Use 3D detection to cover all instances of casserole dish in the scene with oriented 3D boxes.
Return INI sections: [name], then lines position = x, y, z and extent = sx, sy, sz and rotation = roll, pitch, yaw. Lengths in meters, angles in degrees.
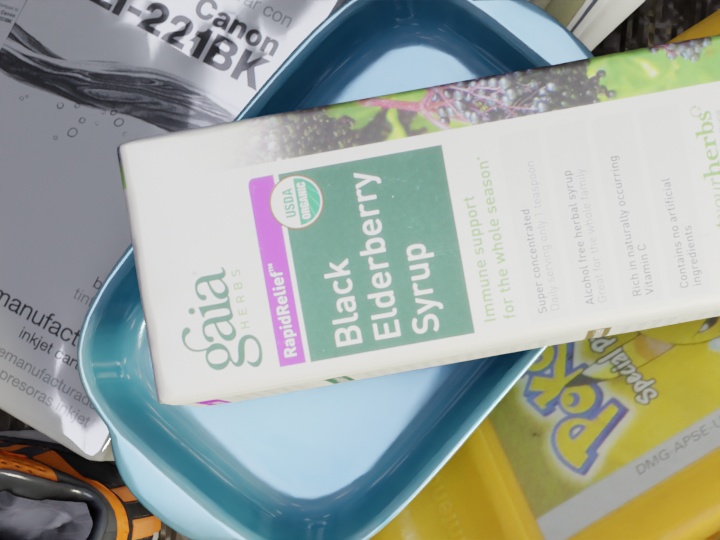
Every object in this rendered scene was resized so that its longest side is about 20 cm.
[casserole dish]
position = 0.000, 0.000, 0.926
extent = 0.121, 0.039, 0.200
rotation = 40, 92, 2

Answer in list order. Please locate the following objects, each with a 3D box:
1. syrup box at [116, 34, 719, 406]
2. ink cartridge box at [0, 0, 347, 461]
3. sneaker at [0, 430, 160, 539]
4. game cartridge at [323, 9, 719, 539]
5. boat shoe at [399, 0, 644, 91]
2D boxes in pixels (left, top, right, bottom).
[syrup box]
position = 0.033, -0.014, 0.866
extent = 0.200, 0.081, 0.079
rotation = -10, 87, 1
[ink cartridge box]
position = -0.092, -0.054, 0.999
extent = 0.144, 0.084, 0.200
rotation = 29, 91, 11
[sneaker]
position = -0.174, 0.081, 0.994
extent = 0.200, 0.112, 0.078
rotation = -3, 88, 7
[game cartridge]
position = 0.077, 0.024, 0.941
extent = 0.200, 0.032, 0.176
rotation = -31, 51, 9
[boat shoe]
position = 0.035, -0.081, 0.978
extent = 0.200, 0.072, 0.062
rotation = -50, 128, -11
